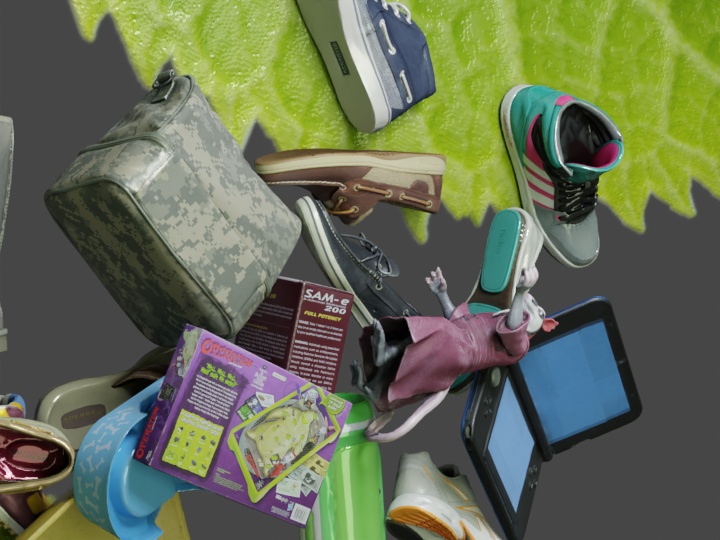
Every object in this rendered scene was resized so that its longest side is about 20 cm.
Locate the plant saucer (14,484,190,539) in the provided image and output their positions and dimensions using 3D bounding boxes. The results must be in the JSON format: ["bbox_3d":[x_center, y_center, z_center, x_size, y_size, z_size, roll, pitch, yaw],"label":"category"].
[{"bbox_3d":[-0.228,0.259,1.459,0.200,0.048,0.202,-44,133,-46],"label":"plant saucer"}]

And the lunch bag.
[{"bbox_3d":[-0.151,-0.053,1.475,0.201,0.139,0.168,54,53,-24],"label":"lunch bag"}]

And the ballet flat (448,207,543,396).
[{"bbox_3d":[0.139,0.037,1.687,0.069,0.069,0.202,24,82,-28],"label":"ballet flat"}]

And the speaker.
[{"bbox_3d":[-0.020,0.223,1.599,0.088,0.088,0.202,-7,98,-28],"label":"speaker"}]

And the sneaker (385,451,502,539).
[{"bbox_3d":[0.102,0.246,1.677,0.200,0.075,0.093,43,41,-40],"label":"sneaker"}]

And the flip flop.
[{"bbox_3d":[-0.196,0.115,1.504,0.199,0.057,0.082,-14,101,-35],"label":"flip flop"}]

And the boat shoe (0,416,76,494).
[{"bbox_3d":[-0.326,0.145,1.363,0.198,0.066,0.075,2,87,-26],"label":"boat shoe"}]

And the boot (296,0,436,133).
[{"bbox_3d":[0.004,-0.238,1.589,0.090,0.072,0.202,-33,117,-30],"label":"boot"}]

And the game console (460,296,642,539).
[{"bbox_3d":[0.191,0.149,1.644,0.201,0.117,0.172,64,35,-44],"label":"game console"}]

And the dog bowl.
[{"bbox_3d":[-0.171,0.153,1.436,0.200,0.049,0.113,-35,127,-52],"label":"dog bowl"}]

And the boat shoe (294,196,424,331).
[{"bbox_3d":[0.000,0.000,1.587,0.062,0.075,0.201,-36,122,-1],"label":"boat shoe"}]

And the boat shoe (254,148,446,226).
[{"bbox_3d":[-0.008,-0.078,1.590,0.198,0.072,0.073,-1,97,-32],"label":"boat shoe"}]

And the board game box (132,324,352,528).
[{"bbox_3d":[-0.096,0.136,1.429,0.199,0.032,0.121,31,81,-45],"label":"board game box"}]

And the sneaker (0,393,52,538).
[{"bbox_3d":[-0.304,0.159,1.444,0.090,0.075,0.200,-48,115,-11],"label":"sneaker"}]

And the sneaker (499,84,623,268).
[{"bbox_3d":[0.219,-0.093,1.681,0.083,0.120,0.202,-30,108,-23],"label":"sneaker"}]

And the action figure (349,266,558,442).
[{"bbox_3d":[0.099,0.073,1.539,0.198,0.134,0.151,-8,94,-24],"label":"action figure"}]

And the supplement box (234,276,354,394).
[{"bbox_3d":[-0.075,0.108,1.545,0.060,0.108,0.202,12,89,-32],"label":"supplement box"}]

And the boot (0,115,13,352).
[{"bbox_3d":[-0.374,-0.029,1.392,0.180,0.072,0.202,-4,94,-19],"label":"boot"}]
